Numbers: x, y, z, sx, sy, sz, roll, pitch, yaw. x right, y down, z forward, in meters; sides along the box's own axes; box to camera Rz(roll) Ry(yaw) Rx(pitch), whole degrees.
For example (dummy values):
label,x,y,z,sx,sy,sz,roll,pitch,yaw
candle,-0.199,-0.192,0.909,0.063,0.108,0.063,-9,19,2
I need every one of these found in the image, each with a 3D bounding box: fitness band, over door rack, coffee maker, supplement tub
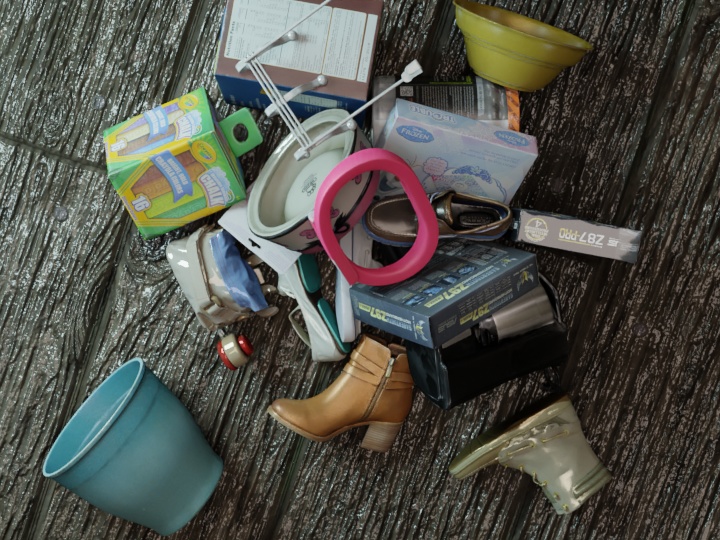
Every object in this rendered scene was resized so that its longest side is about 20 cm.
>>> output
label,x,y,z,sx,sy,sz,roll,pitch,yaw
fitness band,0.018,-0.061,1.539,0.143,0.037,0.200,-32,130,-4
over door rack,-0.034,-0.248,1.517,0.200,0.067,0.148,-35,89,19
coffee maker,0.175,0.113,1.692,0.199,0.135,0.193,-20,95,-18
supplement tub,0.115,-0.206,1.707,0.199,0.123,0.123,0,93,1

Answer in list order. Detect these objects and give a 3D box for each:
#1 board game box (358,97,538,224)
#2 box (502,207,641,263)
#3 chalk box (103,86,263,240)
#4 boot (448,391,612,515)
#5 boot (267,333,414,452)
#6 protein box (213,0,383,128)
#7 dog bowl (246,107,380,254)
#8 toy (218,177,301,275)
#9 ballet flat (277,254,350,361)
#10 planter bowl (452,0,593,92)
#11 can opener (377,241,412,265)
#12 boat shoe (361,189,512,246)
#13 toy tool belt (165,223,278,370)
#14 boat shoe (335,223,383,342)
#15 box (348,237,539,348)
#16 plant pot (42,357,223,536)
label,x,y,z,sx,sy,sz,roll,pitch,yaw
board game box,0.108,-0.123,1.674,0.199,0.044,0.199,14,136,-13
box,0.278,-0.050,1.677,0.160,0.200,0.049,9,93,-2
chalk box,-0.231,-0.153,1.684,0.199,0.124,0.125,-23,129,3
boot,0.241,0.284,1.760,0.199,0.072,0.155,-30,95,1
boot,-0.020,0.161,1.735,0.199,0.074,0.156,13,105,-22
protein box,-0.080,-0.288,1.659,0.199,0.199,0.136,10,86,-1
dog bowl,-0.056,-0.109,1.618,0.074,0.200,0.200,37,93,-31
toy,-0.092,-0.096,1.726,0.115,0.047,0.200,39,72,4
ballet flat,-0.080,0.040,1.753,0.069,0.069,0.201,-23,94,1
planter bowl,0.207,-0.295,1.677,0.199,0.201,0.084,18,108,-1
can opener,0.067,-0.009,1.722,0.200,0.063,0.079,52,50,-30
boat shoe,0.102,-0.076,1.627,0.199,0.072,0.073,-4,77,-8
toy tool belt,-0.173,0.024,1.718,0.122,0.125,0.201,-28,90,7
boat shoe,0.000,0.000,1.732,0.065,0.074,0.201,2,82,-7
box,0.109,0.022,1.615,0.199,0.157,0.051,-29,119,-33
plant pot,-0.297,0.256,1.706,0.188,0.200,0.200,42,92,-17
